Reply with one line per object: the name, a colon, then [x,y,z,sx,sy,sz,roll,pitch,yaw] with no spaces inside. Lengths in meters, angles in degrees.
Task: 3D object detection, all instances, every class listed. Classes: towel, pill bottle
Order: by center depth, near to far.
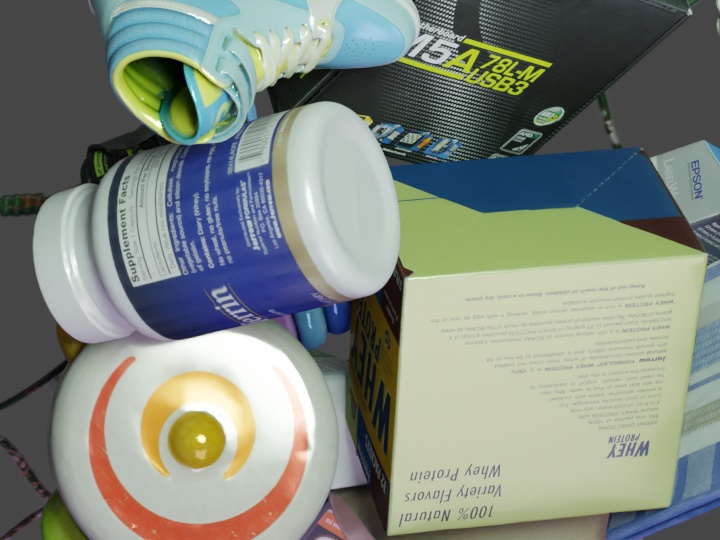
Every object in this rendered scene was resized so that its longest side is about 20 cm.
pill bottle: [-0.087,-0.022,1.498,0.199,0.116,0.116,-13,154,27]
towel: [0.228,0.083,1.735,0.024,0.201,0.147,27,146,-23]

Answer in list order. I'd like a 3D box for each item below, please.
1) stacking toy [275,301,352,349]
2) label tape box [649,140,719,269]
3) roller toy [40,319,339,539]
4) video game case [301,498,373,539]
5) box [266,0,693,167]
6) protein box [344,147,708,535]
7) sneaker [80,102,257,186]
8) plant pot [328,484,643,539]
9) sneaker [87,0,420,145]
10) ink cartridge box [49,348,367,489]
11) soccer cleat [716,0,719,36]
stacking toy: [0.000,0.000,1.749,0.199,0.086,0.085,-21,149,-7]
label tape box: [0.251,-0.035,1.786,0.199,0.066,0.143,-20,152,34]
roller toy: [-0.108,0.104,1.622,0.182,0.201,0.140,4,177,-8]
video game case: [0.046,0.216,1.916,0.200,0.026,0.181,33,104,-24]
box: [0.073,-0.140,1.590,0.199,0.048,0.193,13,140,-41]
protein box: [0.101,0.045,1.658,0.198,0.135,0.201,-5,124,-12]
sneaker: [-0.128,-0.058,1.587,0.082,0.071,0.200,6,142,-38]
plant pot: [0.110,0.185,1.815,0.200,0.188,0.188,-32,150,-9]
sneaker: [-0.057,-0.117,1.444,0.199,0.131,0.080,5,136,-15]
ink cartridge box: [-0.104,0.111,1.789,0.199,0.083,0.147,-6,-172,-19]
soccer cleat: [0.262,-0.153,1.665,0.086,0.070,0.200,6,140,-13]
